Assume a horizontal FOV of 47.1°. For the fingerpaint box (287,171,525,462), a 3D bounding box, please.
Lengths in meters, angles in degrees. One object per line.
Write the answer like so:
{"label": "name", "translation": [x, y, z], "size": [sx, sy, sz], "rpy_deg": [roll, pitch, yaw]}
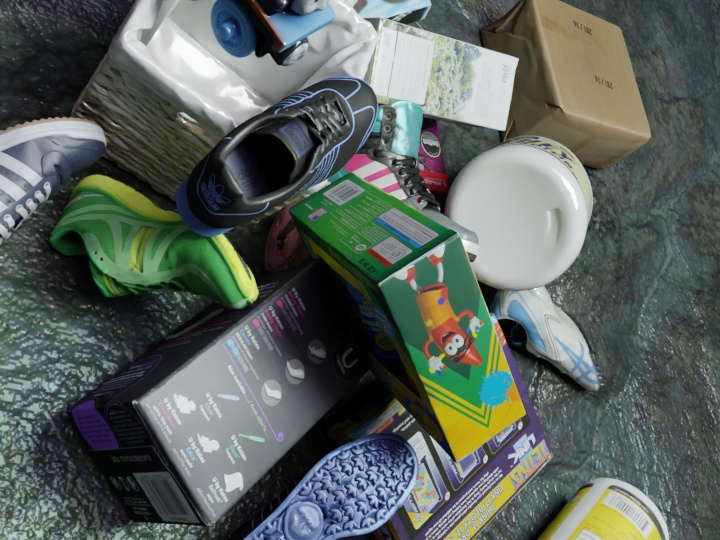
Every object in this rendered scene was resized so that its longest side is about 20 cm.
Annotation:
{"label": "fingerpaint box", "translation": [0.030, 0.029, 0.667], "size": [0.073, 0.200, 0.169], "rpy_deg": [-30, 118, -11]}

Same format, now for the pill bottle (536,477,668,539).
{"label": "pill bottle", "translation": [0.222, 0.309, 0.834], "size": [0.199, 0.111, 0.112], "rpy_deg": [-30, 91, -41]}

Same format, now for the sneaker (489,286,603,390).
{"label": "sneaker", "translation": [0.222, 0.079, 0.970], "size": [0.200, 0.072, 0.072], "rpy_deg": [45, 21, -30]}

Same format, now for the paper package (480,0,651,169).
{"label": "paper package", "translation": [0.278, -0.253, 1.118], "size": [0.197, 0.103, 0.194], "rpy_deg": [5, 67, -36]}

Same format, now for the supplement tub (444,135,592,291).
{"label": "supplement tub", "translation": [0.177, -0.069, 0.899], "size": [0.146, 0.144, 0.200], "rpy_deg": [59, 22, -2]}

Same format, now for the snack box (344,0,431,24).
{"label": "snack box", "translation": [-0.037, -0.299, 0.868], "size": [0.197, 0.037, 0.118], "rpy_deg": [-19, 84, -10]}

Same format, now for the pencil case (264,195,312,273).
{"label": "pencil case", "translation": [0.000, 0.000, 0.809], "size": [0.198, 0.083, 0.087], "rpy_deg": [28, 17, -26]}

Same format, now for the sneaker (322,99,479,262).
{"label": "sneaker", "translation": [0.043, -0.096, 0.793], "size": [0.122, 0.198, 0.083], "rpy_deg": [-64, 161, 2]}

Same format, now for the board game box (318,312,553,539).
{"label": "board game box", "translation": [0.077, 0.161, 0.774], "size": [0.199, 0.056, 0.167], "rpy_deg": [-33, 108, -31]}

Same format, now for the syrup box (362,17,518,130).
{"label": "syrup box", "translation": [0.067, -0.203, 0.863], "size": [0.198, 0.081, 0.080], "rpy_deg": [3, 101, -38]}

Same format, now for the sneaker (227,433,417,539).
{"label": "sneaker", "translation": [-0.044, 0.199, 0.651], "size": [0.198, 0.078, 0.071], "rpy_deg": [-32, 86, -24]}

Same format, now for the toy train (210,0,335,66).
{"label": "toy train", "translation": [-0.092, -0.251, 0.606], "size": [0.087, 0.114, 0.201], "rpy_deg": [-41, 97, -39]}

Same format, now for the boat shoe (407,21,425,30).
{"label": "boat shoe", "translation": [0.016, -0.300, 0.924], "size": [0.200, 0.061, 0.072], "rpy_deg": [39, 37, 0]}

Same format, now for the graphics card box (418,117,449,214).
{"label": "graphics card box", "translation": [0.032, -0.131, 0.908], "size": [0.124, 0.051, 0.203], "rpy_deg": [4, 68, -37]}

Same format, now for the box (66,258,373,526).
{"label": "box", "translation": [-0.105, 0.092, 0.651], "size": [0.200, 0.121, 0.107], "rpy_deg": [-40, 107, -40]}

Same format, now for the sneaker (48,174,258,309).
{"label": "sneaker", "translation": [-0.162, -0.006, 0.645], "size": [0.084, 0.198, 0.074], "rpy_deg": [-56, 150, -21]}

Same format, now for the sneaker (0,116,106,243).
{"label": "sneaker", "translation": [-0.269, -0.041, 0.617], "size": [0.198, 0.070, 0.110], "rpy_deg": [-23, 82, -35]}

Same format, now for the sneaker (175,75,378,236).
{"label": "sneaker", "translation": [-0.043, -0.093, 0.606], "size": [0.200, 0.078, 0.071], "rpy_deg": [-43, 102, -33]}

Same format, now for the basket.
{"label": "basket", "translation": [-0.120, -0.167, 0.729], "size": [0.197, 0.160, 0.202], "rpy_deg": [34, 53, -22]}
